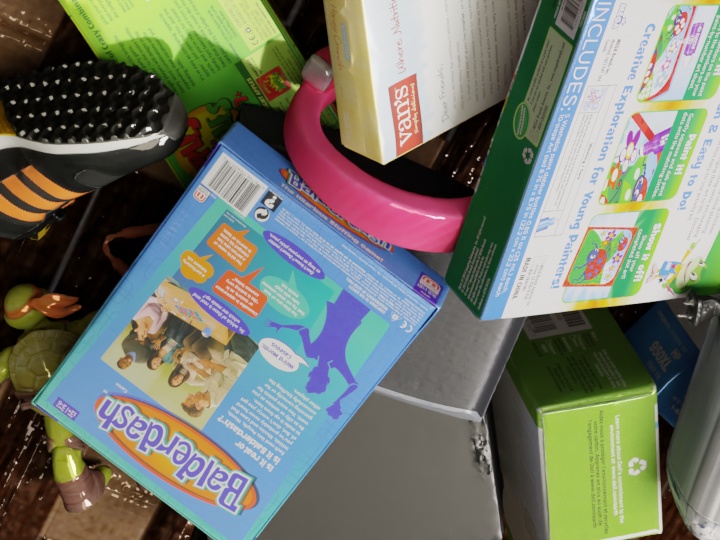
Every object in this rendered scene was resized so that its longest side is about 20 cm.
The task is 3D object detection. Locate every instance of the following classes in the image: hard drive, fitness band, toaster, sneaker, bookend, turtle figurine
[{"bbox_3d":[0.000,0.000,1.363,0.199,0.042,0.136,23,104,0],"label":"hard drive"},{"bbox_3d":[0.046,-0.082,1.351,0.144,0.200,0.038,43,133,16],"label":"fitness band"},{"bbox_3d":[0.260,0.094,1.370,0.199,0.114,0.130,12,114,-13],"label":"toaster"},{"bbox_3d":[-0.180,-0.060,1.358,0.199,0.070,0.090,-5,133,21],"label":"sneaker"},{"bbox_3d":[-0.021,0.068,1.451,0.199,0.092,0.200,-8,104,5],"label":"bookend"},{"bbox_3d":[-0.169,0.063,1.436,0.199,0.064,0.162,-26,116,2],"label":"turtle figurine"}]

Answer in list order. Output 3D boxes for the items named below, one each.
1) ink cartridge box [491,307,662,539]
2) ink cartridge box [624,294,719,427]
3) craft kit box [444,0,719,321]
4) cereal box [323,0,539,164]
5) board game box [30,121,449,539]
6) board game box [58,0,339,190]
[{"bbox_3d":[0.133,0.132,1.476,0.075,0.148,0.201,-10,116,-6],"label":"ink cartridge box"},{"bbox_3d":[0.284,0.037,1.494,0.144,0.084,0.200,40,102,-24],"label":"ink cartridge box"},{"bbox_3d":[0.159,-0.072,1.293,0.197,0.049,0.201,-3,125,-34],"label":"craft kit box"},{"bbox_3d":[0.066,-0.162,1.285,0.199,0.039,0.145,-29,127,-30],"label":"cereal box"},{"bbox_3d":[-0.068,0.041,1.334,0.152,0.045,0.200,37,112,-3],"label":"board game box"},{"bbox_3d":[-0.103,-0.144,1.364,0.101,0.048,0.200,-31,115,5],"label":"board game box"}]
